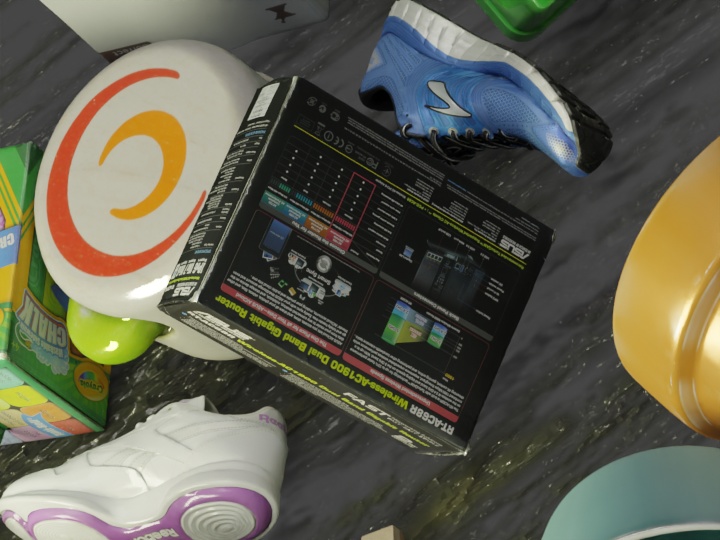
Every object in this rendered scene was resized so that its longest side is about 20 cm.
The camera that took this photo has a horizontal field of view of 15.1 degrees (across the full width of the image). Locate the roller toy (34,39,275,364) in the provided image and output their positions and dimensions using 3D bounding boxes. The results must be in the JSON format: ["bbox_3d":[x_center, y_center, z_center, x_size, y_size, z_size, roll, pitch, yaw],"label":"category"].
[{"bbox_3d":[-0.096,-0.042,1.705,0.200,0.140,0.183,-30,56,25],"label":"roller toy"}]

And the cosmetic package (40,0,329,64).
[{"bbox_3d":[-0.126,-0.269,1.825,0.165,0.165,0.200,-13,60,23],"label":"cosmetic package"}]

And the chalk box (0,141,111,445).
[{"bbox_3d":[-0.240,0.039,1.752,0.124,0.125,0.200,-10,62,24],"label":"chalk box"}]

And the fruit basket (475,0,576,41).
[{"bbox_3d":[0.123,-0.264,1.729,0.216,0.156,0.216,-41,10,9],"label":"fruit basket"}]

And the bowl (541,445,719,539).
[{"bbox_3d":[0.171,0.170,1.436,0.201,0.201,0.105,-24,35,16],"label":"bowl"}]

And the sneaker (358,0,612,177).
[{"bbox_3d":[0.074,-0.095,1.690,0.200,0.079,0.089,31,89,45],"label":"sneaker"}]

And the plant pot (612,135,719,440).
[{"bbox_3d":[0.266,0.035,1.429,0.200,0.200,0.183,-45,52,0],"label":"plant pot"}]

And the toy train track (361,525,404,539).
[{"bbox_3d":[0.023,0.242,1.562,0.115,0.033,0.200,-23,50,25],"label":"toy train track"}]

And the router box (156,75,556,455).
[{"bbox_3d":[0.000,0.000,1.598,0.062,0.200,0.150,-10,53,63],"label":"router box"}]

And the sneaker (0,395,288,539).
[{"bbox_3d":[-0.130,0.132,1.689,0.200,0.075,0.100,-9,43,24],"label":"sneaker"}]
